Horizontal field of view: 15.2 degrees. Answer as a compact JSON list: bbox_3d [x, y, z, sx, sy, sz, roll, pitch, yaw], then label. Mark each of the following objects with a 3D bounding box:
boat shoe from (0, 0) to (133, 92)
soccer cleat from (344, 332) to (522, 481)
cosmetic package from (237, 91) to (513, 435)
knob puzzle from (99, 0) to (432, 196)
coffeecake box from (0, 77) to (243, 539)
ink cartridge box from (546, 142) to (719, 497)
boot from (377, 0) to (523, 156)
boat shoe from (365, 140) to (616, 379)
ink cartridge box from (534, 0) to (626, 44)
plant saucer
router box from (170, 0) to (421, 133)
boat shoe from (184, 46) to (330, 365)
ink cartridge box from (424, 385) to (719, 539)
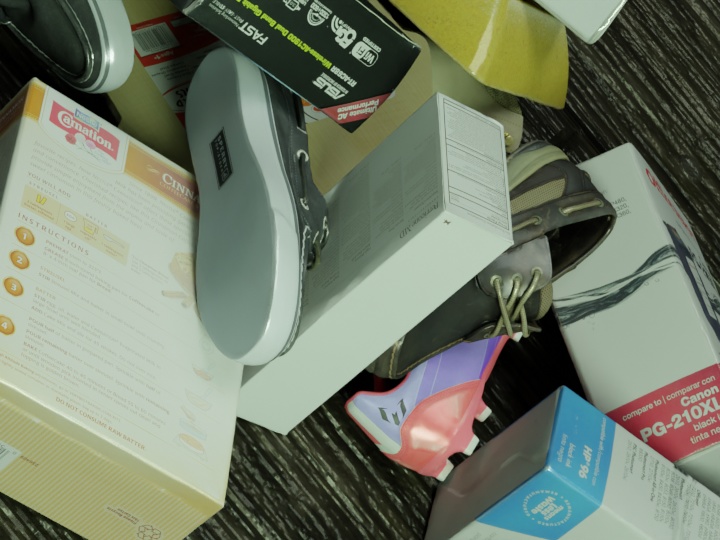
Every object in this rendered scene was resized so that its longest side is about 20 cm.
[{"bbox_3d":[-0.201,-0.176,1.473,0.066,0.070,0.201,-24,76,-42],"label":"boat shoe"},{"bbox_3d":[0.049,0.035,1.561,0.076,0.067,0.200,35,42,-11],"label":"soccer cleat"},{"bbox_3d":[0.000,0.000,1.426,0.050,0.200,0.083,25,44,-27],"label":"cosmetic package"},{"bbox_3d":[-0.048,-0.092,1.521,0.218,0.031,0.220,5,48,-5],"label":"knob puzzle"},{"bbox_3d":[-0.138,0.025,1.370,0.153,0.073,0.201,31,41,-24],"label":"coffeecake box"},{"bbox_3d":[0.176,0.044,1.619,0.145,0.084,0.201,43,25,-62],"label":"ink cartridge box"},{"bbox_3d":[0.027,-0.079,1.629,0.155,0.073,0.201,27,40,-29],"label":"boot"},{"bbox_3d":[0.076,-0.002,1.510,0.073,0.075,0.200,30,51,22],"label":"boat shoe"},{"bbox_3d":[0.081,-0.242,1.647,0.200,0.083,0.145,37,11,-16],"label":"ink cartridge box"},{"bbox_3d":[0.045,-0.188,1.663,0.200,0.049,0.200,44,12,15],"label":"plant saucer"},{"bbox_3d":[-0.076,-0.172,1.448,0.150,0.062,0.200,34,9,-47],"label":"router box"},{"bbox_3d":[-0.047,-0.030,1.403,0.066,0.070,0.201,21,38,-32],"label":"boat shoe"},{"bbox_3d":[0.147,0.167,1.502,0.200,0.116,0.068,35,40,-17],"label":"ink cartridge box"}]
